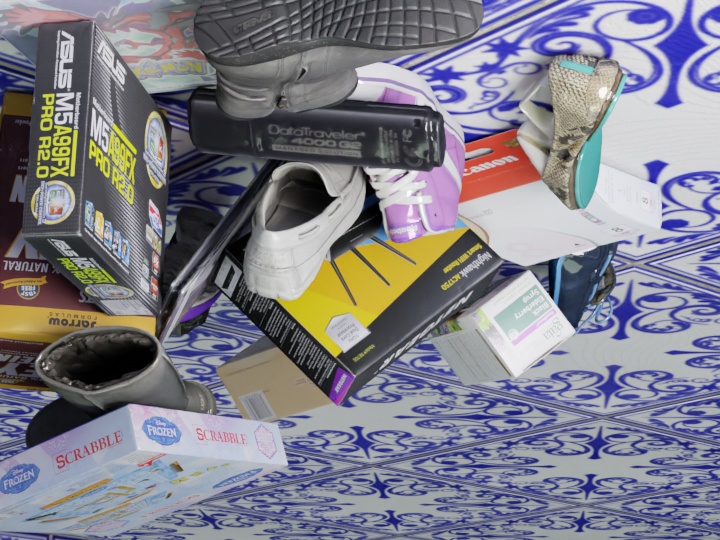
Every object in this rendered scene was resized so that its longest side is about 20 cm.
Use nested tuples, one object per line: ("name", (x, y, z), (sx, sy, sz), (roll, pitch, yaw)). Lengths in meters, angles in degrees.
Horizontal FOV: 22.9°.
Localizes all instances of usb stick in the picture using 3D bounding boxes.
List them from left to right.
("usb stick", (-0.035, -0.106, 1.330), (0.200, 0.033, 0.056), (6, 126, 15))

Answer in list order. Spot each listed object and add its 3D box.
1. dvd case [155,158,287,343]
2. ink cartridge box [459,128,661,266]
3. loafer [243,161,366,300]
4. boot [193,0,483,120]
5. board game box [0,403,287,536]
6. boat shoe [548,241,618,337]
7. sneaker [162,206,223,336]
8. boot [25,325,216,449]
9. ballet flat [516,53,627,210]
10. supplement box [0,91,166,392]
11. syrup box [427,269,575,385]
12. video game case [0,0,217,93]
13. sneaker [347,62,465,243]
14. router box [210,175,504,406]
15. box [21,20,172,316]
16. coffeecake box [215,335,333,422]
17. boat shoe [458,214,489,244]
("dvd case", (-0.105, -0.031, 1.453), (0.016, 0.200, 0.149), (36, 154, 0))
("ink cartridge box", (0.144, -0.061, 1.574), (0.200, 0.057, 0.162), (12, 161, -44))
("loafer", (-0.038, -0.057, 1.371), (0.070, 0.200, 0.070), (10, 128, 9))
("boot", (-0.012, -0.158, 1.233), (0.200, 0.070, 0.132), (-2, 163, 6))
("board game box", (-0.197, 0.168, 1.454), (0.200, 0.041, 0.199), (-24, 159, 26))
("boat shoe", (0.222, 0.016, 1.757), (0.068, 0.084, 0.200), (-3, 164, 2))
("sneaker", (-0.158, 0.021, 1.601), (0.069, 0.100, 0.200), (19, -158, 0))
("boot", (-0.214, 0.104, 1.412), (0.181, 0.073, 0.200), (-18, 167, 8))
("ballet flat", (0.160, -0.115, 1.394), (0.075, 0.068, 0.200), (21, 159, 9))
("supplement box", (-0.246, -0.015, 1.487), (0.132, 0.200, 0.197), (5, 162, -14))
("syrup box", (0.137, 0.061, 1.801), (0.079, 0.081, 0.200), (-37, -179, -13))
("video game case", (-0.153, -0.173, 1.276), (0.200, 0.023, 0.182), (-4, 162, 16))
("sneaker", (0.028, -0.086, 1.391), (0.073, 0.115, 0.200), (-8, 158, 31))
("router box", (0.000, 0.000, 1.450), (0.200, 0.149, 0.051), (-36, 164, -39))
("box", (-0.189, -0.069, 1.306), (0.044, 0.161, 0.200), (-1, 162, 10))
("coffeecake box", (-0.020, 0.066, 1.772), (0.200, 0.073, 0.153), (-35, -172, -38))
("boat shoe", (0.020, -0.034, 1.577), (0.200, 0.072, 0.072), (25, 153, -20))
